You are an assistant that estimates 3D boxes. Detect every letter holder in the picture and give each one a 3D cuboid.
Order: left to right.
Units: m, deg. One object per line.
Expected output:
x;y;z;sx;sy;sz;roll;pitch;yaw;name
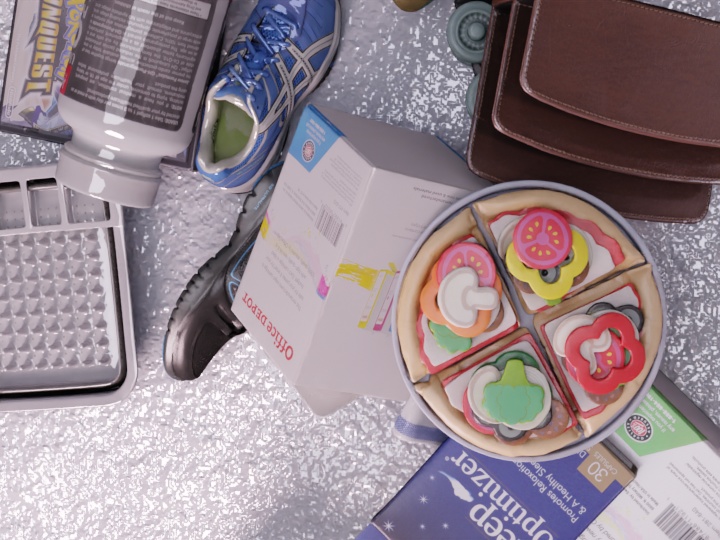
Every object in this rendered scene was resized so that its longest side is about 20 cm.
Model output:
0.189;-0.113;1.278;0.198;0.100;0.144;11;89;-15;letter holder

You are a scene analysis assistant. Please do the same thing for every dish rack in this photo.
-0.265;0.014;1.488;0.169;0.044;0.203;-4;94;14;dish rack

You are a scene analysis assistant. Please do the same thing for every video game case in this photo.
-0.200;-0.197;1.462;0.179;0.025;0.203;12;98;13;video game case

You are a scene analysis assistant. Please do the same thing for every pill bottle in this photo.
-0.172;-0.156;1.387;0.110;0.111;0.202;19;99;12;pill bottle

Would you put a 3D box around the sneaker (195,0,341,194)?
-0.073;-0.153;1.406;0.075;0.077;0.202;22;99;13;sneaker

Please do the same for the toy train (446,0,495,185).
0.134;-0.139;1.355;0.113;0.085;0.202;-16;91;6;toy train

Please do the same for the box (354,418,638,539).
0.095;0.179;1.324;0.121;0.032;0.200;42;103;5;box

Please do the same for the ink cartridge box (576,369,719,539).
0.196;0.190;1.362;0.145;0.084;0.200;44;103;7;ink cartridge box

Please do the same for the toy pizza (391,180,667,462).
0.121;0.037;1.267;0.197;0.032;0.203;0;95;0;toy pizza

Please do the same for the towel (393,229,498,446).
0.107;0.046;1.350;0.024;0.146;0.202;32;104;39;towel

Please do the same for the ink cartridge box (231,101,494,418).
0.000;0.000;1.345;0.124;0.129;0.202;11;111;-31;ink cartridge box

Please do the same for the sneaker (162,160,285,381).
-0.088;0.014;1.427;0.082;0.073;0.201;35;103;7;sneaker

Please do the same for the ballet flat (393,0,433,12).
0.002;-0.286;1.380;0.201;0.068;0.063;61;147;16;ballet flat
